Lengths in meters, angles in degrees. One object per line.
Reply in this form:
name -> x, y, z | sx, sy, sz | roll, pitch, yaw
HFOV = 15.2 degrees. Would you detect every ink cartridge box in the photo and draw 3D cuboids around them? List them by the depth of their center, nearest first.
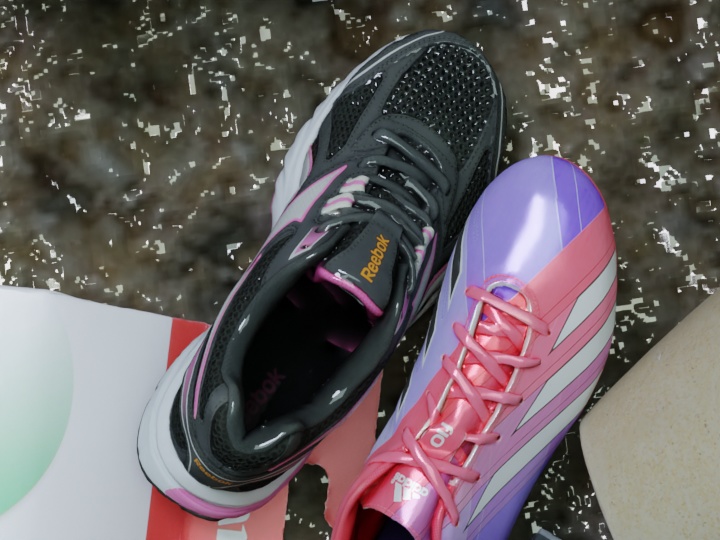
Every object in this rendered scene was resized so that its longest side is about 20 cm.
ink cartridge box -> -0.097, 0.092, 0.985 | 0.199, 0.050, 0.162 | 6, 83, 0

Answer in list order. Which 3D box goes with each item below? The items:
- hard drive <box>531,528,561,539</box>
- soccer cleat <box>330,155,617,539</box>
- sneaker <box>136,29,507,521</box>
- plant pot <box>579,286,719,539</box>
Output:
hard drive -> 0.113, 0.195, 0.948 | 0.200, 0.033, 0.140 | 32, 125, 2
soccer cleat -> 0.035, 0.056, 0.953 | 0.067, 0.076, 0.201 | 25, 102, 19
sneaker -> 0.000, 0.000, 0.967 | 0.080, 0.086, 0.200 | 30, 72, -10
plant pot -> 0.186, 0.055, 0.948 | 0.200, 0.187, 0.188 | -25, 85, 11
